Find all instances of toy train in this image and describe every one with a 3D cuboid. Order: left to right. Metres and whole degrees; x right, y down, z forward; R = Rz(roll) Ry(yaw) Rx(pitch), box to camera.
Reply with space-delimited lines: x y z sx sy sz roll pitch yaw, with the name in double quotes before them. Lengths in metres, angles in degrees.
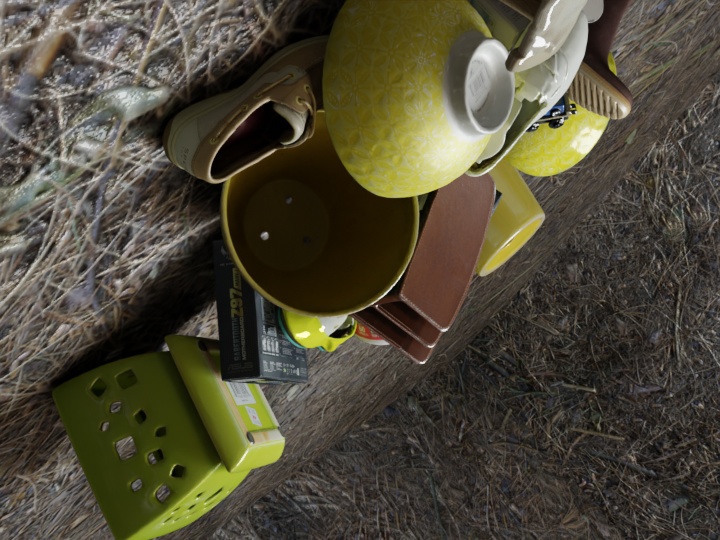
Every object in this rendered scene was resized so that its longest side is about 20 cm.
"toy train" 0.135 -0.168 0.931 0.198 0.034 0.046 -8 146 7

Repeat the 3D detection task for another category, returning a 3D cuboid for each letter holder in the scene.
"letter holder" 0.087 -0.013 0.948 0.100 0.142 0.201 -15 -135 50

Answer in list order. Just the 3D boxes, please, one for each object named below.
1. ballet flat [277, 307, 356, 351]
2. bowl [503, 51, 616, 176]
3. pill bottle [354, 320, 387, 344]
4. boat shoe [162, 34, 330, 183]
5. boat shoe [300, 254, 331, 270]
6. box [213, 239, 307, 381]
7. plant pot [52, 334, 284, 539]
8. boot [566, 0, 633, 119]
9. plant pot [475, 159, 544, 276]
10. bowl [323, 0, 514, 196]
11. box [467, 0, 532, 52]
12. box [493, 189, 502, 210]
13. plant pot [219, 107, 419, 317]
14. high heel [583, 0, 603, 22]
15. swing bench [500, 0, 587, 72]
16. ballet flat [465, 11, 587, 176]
"ballet flat" -0.045 0.059 1.039 0.067 0.067 0.200 -24 167 6
"bowl" 0.218 -0.230 1.107 0.107 0.201 0.200 10 134 -35
"pill bottle" 0.020 -0.013 1.123 0.114 0.113 0.201 -34 125 -28
"boat shoe" -0.073 -0.137 0.749 0.199 0.066 0.074 -37 147 -19
"boat shoe" -0.001 0.000 1.007 0.198 0.069 0.073 -22 -175 -25
"box" -0.117 0.055 1.029 0.051 0.159 0.200 -6 171 10
"plant pot" -0.213 0.186 1.023 0.181 0.200 0.200 -31 167 7
"boot" 0.284 -0.290 1.008 0.166 0.200 0.072 -42 161 -7
"plant pot" 0.160 -0.103 1.249 0.200 0.189 0.201 -38 165 -12
"bowl" 0.072 -0.163 0.764 0.199 0.107 0.202 -12 105 -48
"box" 0.151 -0.257 0.945 0.112 0.102 0.200 -36 165 -20
"box" 0.084 -0.058 1.173 0.051 0.157 0.201 -50 166 -50
"plant pot" -0.058 -0.054 0.877 0.200 0.201 0.142 -37 -169 -18
"high heel" 0.221 -0.380 0.912 0.071 0.143 0.202 -9 123 -12
"swing bench" 0.116 -0.284 0.573 0.129 0.200 0.199 -33 164 -29
"ballet flat" 0.159 -0.169 0.850 0.069 0.069 0.200 -24 155 -49
